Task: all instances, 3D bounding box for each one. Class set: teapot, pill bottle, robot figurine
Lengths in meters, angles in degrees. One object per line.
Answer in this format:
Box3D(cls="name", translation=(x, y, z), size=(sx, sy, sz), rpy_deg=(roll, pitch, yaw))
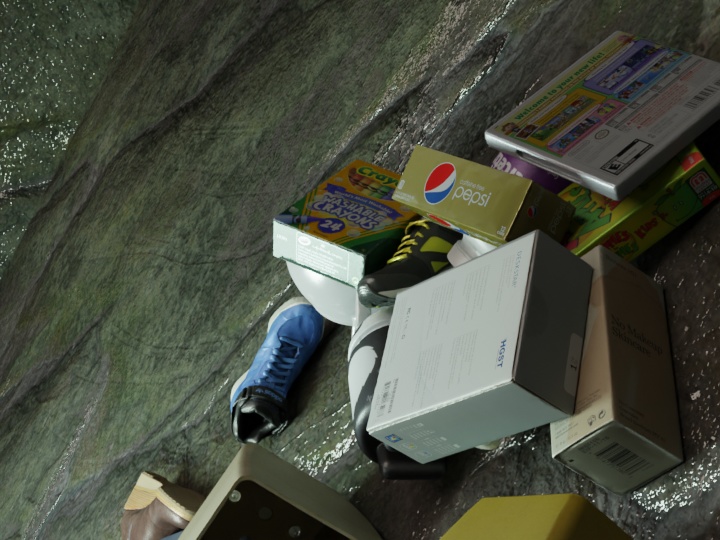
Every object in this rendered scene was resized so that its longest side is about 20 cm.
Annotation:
Box3D(cls="teapot", translation=(0.000, 0.000, 1.824), size=(0.196, 0.199, 0.148), rpy_deg=(28, 130, 35))
Box3D(cls="pill bottle", translation=(0.177, -0.073, 1.609), size=(0.201, 0.112, 0.113), rpy_deg=(-55, 27, 13))
Box3D(cls="robot figurine", translation=(0.047, 0.128, 1.634), size=(0.150, 0.124, 0.201), rpy_deg=(-41, 33, 26))

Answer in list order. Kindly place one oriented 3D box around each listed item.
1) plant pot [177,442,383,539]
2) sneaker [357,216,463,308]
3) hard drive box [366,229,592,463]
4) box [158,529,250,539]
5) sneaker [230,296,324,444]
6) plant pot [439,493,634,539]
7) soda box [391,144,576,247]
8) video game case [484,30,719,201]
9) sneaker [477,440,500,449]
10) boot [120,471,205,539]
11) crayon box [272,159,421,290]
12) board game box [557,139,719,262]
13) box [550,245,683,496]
Box3D(cls="plant pot", translation=(-0.102, 0.303, 1.674), size=(0.201, 0.199, 0.177), rpy_deg=(-55, 16, 12))
Box3D(cls="sneaker", translation=(0.062, -0.015, 1.670), size=(0.074, 0.199, 0.086), rpy_deg=(-11, 95, 43))
Box3D(cls="hard drive box", translation=(0.108, 0.073, 1.416), size=(0.199, 0.076, 0.157), rpy_deg=(-25, 42, 47))
Box3D(cls="box", translation=(-0.190, 0.412, 1.810), size=(0.147, 0.104, 0.202), rpy_deg=(-27, 43, 49))
Box3D(cls="sneaker", translation=(-0.105, 0.134, 1.953), size=(0.201, 0.076, 0.112), rpy_deg=(-53, 21, 26))
Box3D(cls="plant pot", translation=(0.143, 0.291, 1.244), size=(0.199, 0.200, 0.178), rpy_deg=(-16, 40, 55))
Box3D(cls="soda box", translation=(0.118, -0.066, 1.525), size=(0.199, 0.067, 0.065), rpy_deg=(23, 87, 55))
Box3D(cls="video game case", translation=(0.249, -0.154, 1.496), size=(0.199, 0.022, 0.181), rpy_deg=(-38, 40, -21))
Box3D(cls="sneaker", translation=(0.162, 0.091, 1.528), size=(0.200, 0.081, 0.075), rpy_deg=(-44, 28, -9))
Box3D(cls="boot", translation=(-0.270, 0.369, 2.067), size=(0.199, 0.072, 0.169), rpy_deg=(12, 87, 62))
Box3D(cls="crayon box", translation=(0.008, -0.060, 1.736), size=(0.200, 0.125, 0.052), rpy_deg=(-38, -40, -46))
Box3D(cls="board game box", translation=(0.245, -0.057, 1.492), size=(0.199, 0.048, 0.102), rpy_deg=(-38, 32, 13))
Box3D(cls="box", translation=(0.224, 0.088, 1.391), size=(0.078, 0.094, 0.202), rpy_deg=(-38, 36, 37))
